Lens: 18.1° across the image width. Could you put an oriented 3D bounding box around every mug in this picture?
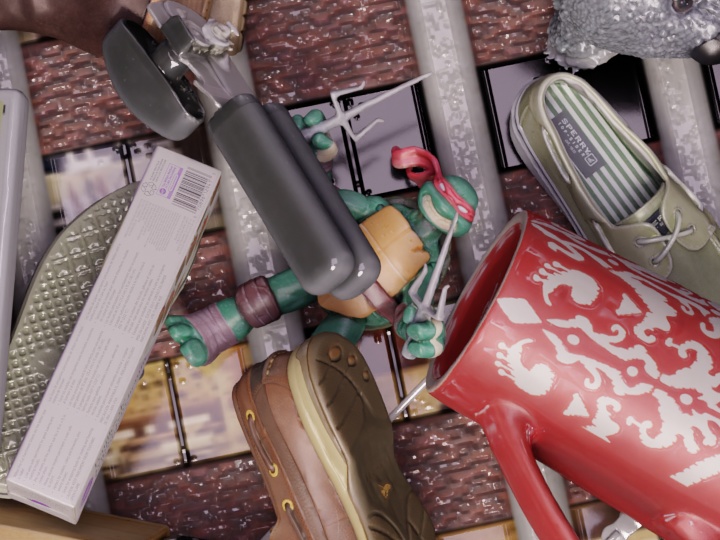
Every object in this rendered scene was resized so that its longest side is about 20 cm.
[{"bbox_3d":[0.142,0.073,1.151,0.200,0.178,0.134,30,121,-6],"label":"mug"}]

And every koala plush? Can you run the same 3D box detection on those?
[{"bbox_3d":[0.186,-0.179,1.202,0.199,0.177,0.184,-25,73,-2],"label":"koala plush"}]

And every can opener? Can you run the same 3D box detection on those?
[{"bbox_3d":[-0.060,-0.062,1.174,0.066,0.053,0.200,-46,64,21],"label":"can opener"}]

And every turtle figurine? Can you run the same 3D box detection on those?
[{"bbox_3d":[0.000,0.000,1.208,0.200,0.101,0.150,-43,64,7],"label":"turtle figurine"}]

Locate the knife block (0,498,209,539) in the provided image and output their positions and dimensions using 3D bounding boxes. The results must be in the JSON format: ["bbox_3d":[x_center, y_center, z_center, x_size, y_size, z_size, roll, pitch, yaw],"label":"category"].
[{"bbox_3d":[-0.140,0.156,1.186,0.175,0.064,0.200,-38,85,14],"label":"knife block"}]

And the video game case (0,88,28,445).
[{"bbox_3d":[-0.270,0.003,1.191,0.181,0.022,0.201,1,79,11],"label":"video game case"}]

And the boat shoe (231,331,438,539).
[{"bbox_3d":[-0.008,0.134,1.152,0.067,0.072,0.201,-20,90,29],"label":"boat shoe"}]

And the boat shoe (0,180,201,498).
[{"bbox_3d":[-0.152,0.037,1.226,0.074,0.062,0.200,28,72,5],"label":"boat shoe"}]

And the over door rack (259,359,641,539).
[{"bbox_3d":[0.040,0.147,1.211,0.148,0.067,0.200,45,86,3],"label":"over door rack"}]

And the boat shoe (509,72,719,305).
[{"bbox_3d":[0.152,-0.024,1.230,0.072,0.062,0.200,-42,87,-4],"label":"boat shoe"}]

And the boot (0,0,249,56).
[{"bbox_3d":[-0.136,-0.217,1.243,0.166,0.072,0.201,8,88,-2],"label":"boot"}]

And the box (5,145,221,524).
[{"bbox_3d":[-0.127,0.032,1.178,0.041,0.039,0.201,21,70,1],"label":"box"}]
